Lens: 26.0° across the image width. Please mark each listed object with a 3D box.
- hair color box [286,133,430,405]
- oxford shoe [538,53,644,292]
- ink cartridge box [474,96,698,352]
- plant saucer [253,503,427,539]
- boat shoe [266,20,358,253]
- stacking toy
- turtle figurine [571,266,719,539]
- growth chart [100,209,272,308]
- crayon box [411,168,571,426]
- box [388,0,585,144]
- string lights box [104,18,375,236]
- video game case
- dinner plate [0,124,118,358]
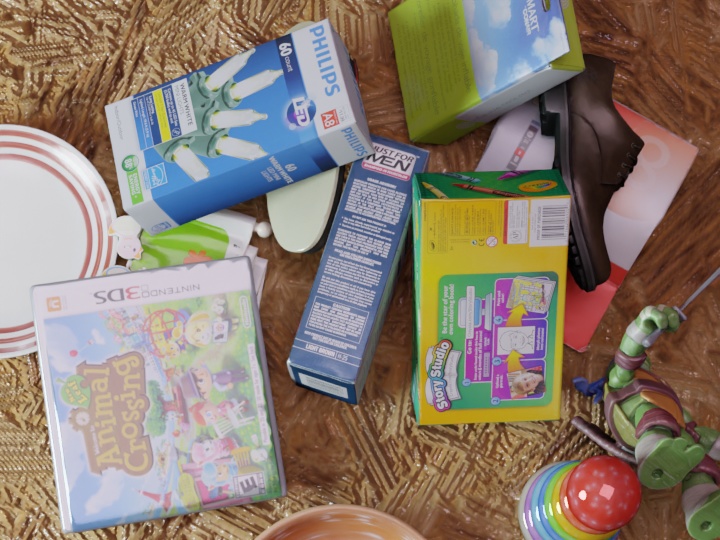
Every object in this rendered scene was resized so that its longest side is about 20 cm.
[{"bbox_3d":[0.000,0.000,1.276,0.060,0.100,0.201,17,76,5],"label":"hair color box"},{"bbox_3d":[0.194,-0.083,1.276,0.084,0.073,0.201,-3,83,0],"label":"oxford shoe"},{"bbox_3d":[0.170,-0.057,1.325,0.162,0.050,0.201,30,74,5],"label":"ink cartridge box"},{"bbox_3d":[-0.016,0.288,1.241,0.199,0.037,0.201,1,77,-3],"label":"plant saucer"},{"bbox_3d":[-0.035,-0.107,1.308,0.073,0.063,0.202,-11,67,31],"label":"boat shoe"},{"bbox_3d":[0.175,0.178,1.191,0.085,0.200,0.086,1,77,-3],"label":"stacking toy"},{"bbox_3d":[0.266,0.099,1.215,0.199,0.194,0.145,-6,121,4],"label":"turtle figurine"},{"bbox_3d":[-0.146,0.034,1.294,0.144,0.018,0.201,7,80,-9],"label":"growth chart"},{"bbox_3d":[0.101,0.023,1.244,0.118,0.058,0.201,-2,114,-3],"label":"crayon box"},{"bbox_3d":[0.107,-0.194,1.283,0.047,0.200,0.123,1,74,-38],"label":"box"},{"bbox_3d":[-0.098,-0.114,1.257,0.199,0.059,0.103,-20,63,10],"label":"string lights box"},{"bbox_3d":[-0.163,0.098,1.261,0.181,0.022,0.201,-8,82,-11],"label":"video game case"},{"bbox_3d":[-0.301,-0.024,1.308,0.199,0.024,0.201,1,76,-2],"label":"dinner plate"}]
